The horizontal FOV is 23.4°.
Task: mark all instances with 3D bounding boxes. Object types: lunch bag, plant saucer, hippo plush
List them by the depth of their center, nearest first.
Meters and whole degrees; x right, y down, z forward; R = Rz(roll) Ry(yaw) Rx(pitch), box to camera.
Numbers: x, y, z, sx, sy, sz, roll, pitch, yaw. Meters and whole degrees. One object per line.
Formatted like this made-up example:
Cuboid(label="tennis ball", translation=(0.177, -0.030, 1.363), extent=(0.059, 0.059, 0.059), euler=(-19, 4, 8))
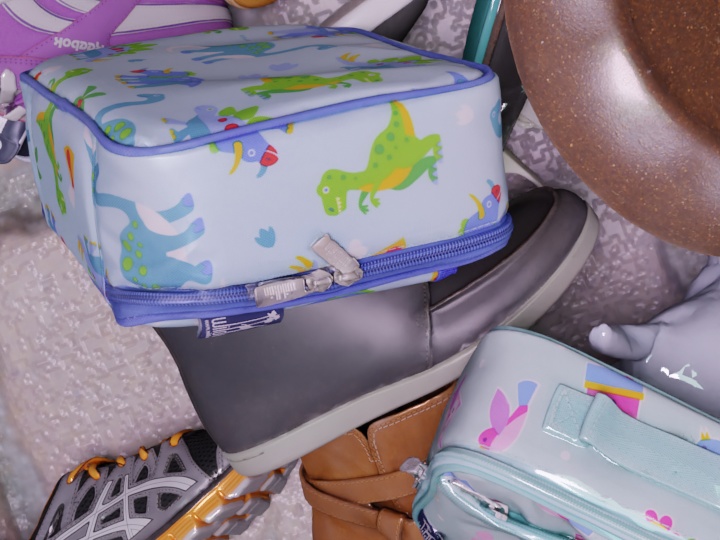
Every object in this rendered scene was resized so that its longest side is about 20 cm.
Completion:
Cuboid(label="lunch bag", translation=(-0.038, -0.045, 0.669), extent=(0.160, 0.200, 0.083), euler=(-13, 109, -19))
Cuboid(label="lunch bag", translation=(0.114, 0.101, 0.693), extent=(0.199, 0.160, 0.077), euler=(24, 74, 4))
Cuboid(label="plant saucer", translation=(0.154, -0.107, 0.699), extent=(0.199, 0.037, 0.202), euler=(4, 79, -22))
Cuboid(label="hippo plush", translation=(0.173, 0.022, 0.791), extent=(0.199, 0.159, 0.161), euler=(32, 71, -16))

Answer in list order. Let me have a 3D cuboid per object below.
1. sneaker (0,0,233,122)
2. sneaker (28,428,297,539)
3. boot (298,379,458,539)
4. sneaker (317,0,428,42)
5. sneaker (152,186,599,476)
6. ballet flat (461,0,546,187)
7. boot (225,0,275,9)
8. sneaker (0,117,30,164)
Cuboid(label="sneaker", translation=(-0.129, -0.081, 0.759), extent=(0.200, 0.073, 0.115), euler=(-26, 94, -36))
Cuboid(label="sneaker", translation=(-0.110, 0.118, 0.849), extent=(0.200, 0.078, 0.077), euler=(-41, 74, 3))
Cuboid(label="boot", translation=(0.069, 0.113, 0.818), extent=(0.199, 0.077, 0.156), euler=(-9, 112, 23))
Cuboid(label="sneaker", translation=(-0.017, -0.048, 0.815), extent=(0.099, 0.071, 0.200), euler=(44, 105, -6))
Cuboid(label="sneaker", translation=(0.000, 0.000, 0.756), extent=(0.199, 0.075, 0.106), euler=(-32, 108, 7))
Cuboid(label="ballet flat", translation=(0.063, -0.063, 0.809), extent=(0.068, 0.068, 0.201), euler=(19, 111, -8))
Cuboid(label="boot", translation=(0.033, -0.181, 0.760), extent=(0.144, 0.071, 0.202), euler=(33, 95, 27))
Cuboid(label="sneaker", translation=(-0.221, -0.074, 0.826), extent=(0.199, 0.070, 0.109), euler=(-33, 94, 7))
